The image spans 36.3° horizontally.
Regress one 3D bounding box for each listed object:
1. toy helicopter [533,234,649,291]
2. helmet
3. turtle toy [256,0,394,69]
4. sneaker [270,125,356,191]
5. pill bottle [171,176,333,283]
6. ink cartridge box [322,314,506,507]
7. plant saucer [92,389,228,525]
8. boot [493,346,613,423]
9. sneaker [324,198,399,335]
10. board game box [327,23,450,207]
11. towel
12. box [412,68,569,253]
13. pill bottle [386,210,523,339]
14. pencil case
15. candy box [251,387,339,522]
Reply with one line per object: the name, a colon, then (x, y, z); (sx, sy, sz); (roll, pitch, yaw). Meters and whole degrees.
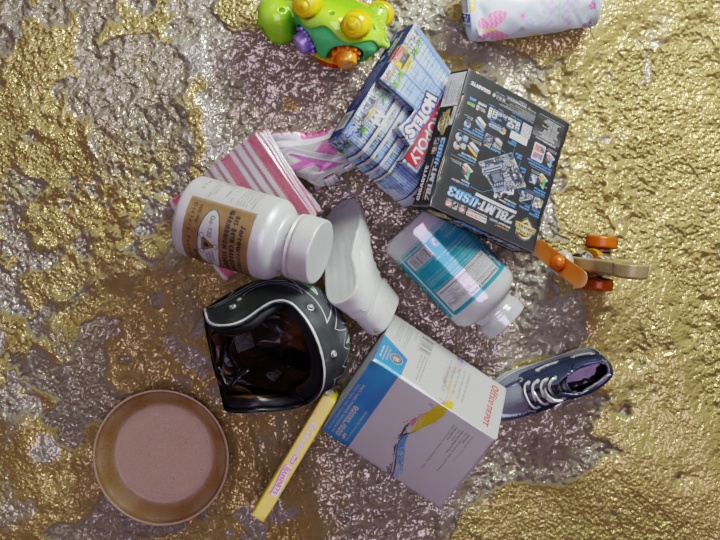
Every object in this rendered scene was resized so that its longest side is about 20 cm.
toy helicopter: (0.324, -0.009, 1.512); (0.132, 0.200, 0.079); (5, 93, -17)
helmet: (-0.112, 0.100, 1.524); (0.190, 0.200, 0.201); (-13, 93, -10)
turtle toy: (-0.051, -0.345, 1.541); (0.199, 0.146, 0.101); (24, 116, 11)
sneaker: (-0.043, -0.160, 1.575); (0.199, 0.081, 0.089); (-5, 94, 9)
pill bottle: (-0.145, -0.050, 1.496); (0.199, 0.114, 0.115); (16, 93, 17)
ink cartridge box: (0.080, 0.195, 1.534); (0.200, 0.147, 0.145); (34, 116, -1)
plant saucer: (-0.291, 0.272, 1.616); (0.199, 0.035, 0.201); (0, 93, 1)
boot: (0.263, 0.167, 1.576); (0.199, 0.090, 0.073); (-27, 92, 2)
sneaker: (0.000, 0.000, 1.566); (0.073, 0.201, 0.116); (-23, 134, 24)
board game box: (0.087, -0.199, 1.528); (0.200, 0.062, 0.200); (38, 69, -21)
towel: (-0.167, -0.091, 1.573); (0.200, 0.030, 0.147); (-34, 91, 27)
box: (0.184, -0.148, 1.521); (0.200, 0.050, 0.199); (21, 83, -32)
pill bottle: (0.139, 0.002, 1.560); (0.111, 0.111, 0.200); (-43, 92, 2)
pencil case: (0.239, -0.378, 1.553); (0.199, 0.083, 0.091); (-6, 115, 0)
candy box: (-0.092, 0.260, 1.580); (0.026, 0.102, 0.200); (31, 93, -2)
